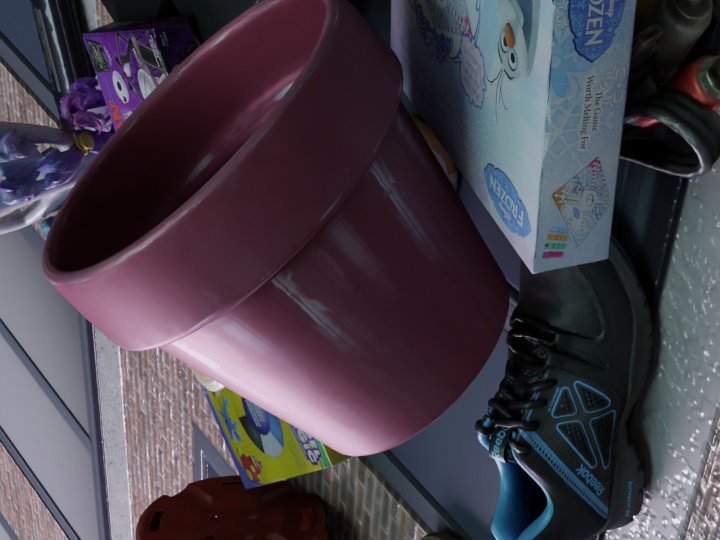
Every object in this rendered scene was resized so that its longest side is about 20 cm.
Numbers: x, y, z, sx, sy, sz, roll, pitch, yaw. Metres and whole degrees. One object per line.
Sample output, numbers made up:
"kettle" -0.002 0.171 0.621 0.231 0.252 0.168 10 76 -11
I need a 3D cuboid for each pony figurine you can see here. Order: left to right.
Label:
"pony figurine" -0.203 -0.085 1.170 0.192 0.199 0.168 -27 80 47

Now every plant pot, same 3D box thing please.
"plant pot" -0.097 0.281 1.234 0.200 0.199 0.197 26 125 51
"plant pot" -0.028 -0.012 0.785 0.179 0.201 0.199 44 160 -23

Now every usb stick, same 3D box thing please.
"usb stick" -0.245 -0.182 1.303 0.055 0.032 0.202 31 136 58

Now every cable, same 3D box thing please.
"cable" 0.124 -0.076 0.742 0.097 0.050 0.200 55 163 6

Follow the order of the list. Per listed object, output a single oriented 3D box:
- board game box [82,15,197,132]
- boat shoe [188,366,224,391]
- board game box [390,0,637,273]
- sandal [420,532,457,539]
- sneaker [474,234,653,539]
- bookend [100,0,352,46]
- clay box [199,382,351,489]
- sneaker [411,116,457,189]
"board game box" -0.110 -0.056 0.976 0.120 0.032 0.202 16 126 63
"boat shoe" -0.121 0.026 1.126 0.069 0.074 0.200 35 -177 -20
"board game box" 0.064 -0.137 0.719 0.200 0.043 0.200 -119 24 -50
"sandal" 0.086 0.245 1.012 0.200 0.054 0.081 39 141 42
"sneaker" 0.103 0.062 0.817 0.073 0.081 0.202 27 132 53
"bookend" -0.081 -0.184 0.947 0.201 0.092 0.199 55 152 19
"clay box" -0.055 0.091 1.153 0.116 0.047 0.200 66 153 3
"sneaker" 0.000 0.000 0.947 0.076 0.087 0.201 41 144 37
